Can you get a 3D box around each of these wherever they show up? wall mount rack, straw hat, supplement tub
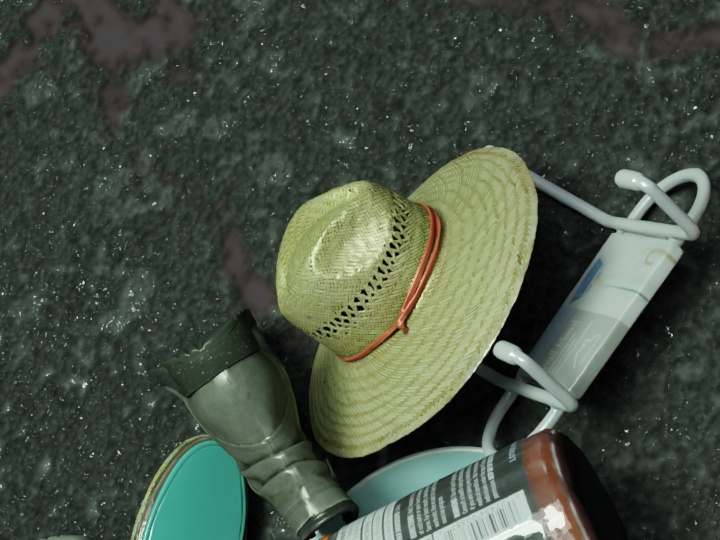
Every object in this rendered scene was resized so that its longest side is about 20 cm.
[{"bbox_3d":[0.098,0.003,0.939,0.200,0.074,0.174,-54,21,-9],"label":"wall mount rack"},{"bbox_3d":[0.000,0.000,0.927,0.201,0.085,0.202,-44,29,32],"label":"straw hat"},{"bbox_3d":[0.036,0.167,0.854,0.199,0.107,0.107,-28,60,14],"label":"supplement tub"}]

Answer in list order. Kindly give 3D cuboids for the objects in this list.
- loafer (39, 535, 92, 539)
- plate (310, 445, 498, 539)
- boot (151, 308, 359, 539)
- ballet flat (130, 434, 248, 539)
[{"bbox_3d":[-0.225,0.237,1.010,0.200,0.075,0.070,-44,69,10],"label":"loafer"},{"bbox_3d":[0.050,0.195,0.913,0.199,0.026,0.201,-9,67,22],"label":"plate"},{"bbox_3d":[-0.057,0.093,0.947,0.068,0.200,0.131,-33,91,-4],"label":"boot"},{"bbox_3d":[-0.109,0.196,0.971,0.070,0.071,0.201,-5,67,24],"label":"ballet flat"}]
